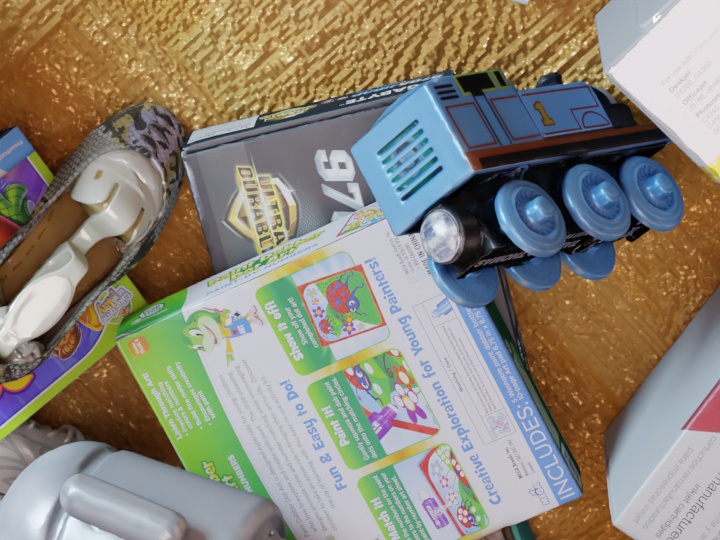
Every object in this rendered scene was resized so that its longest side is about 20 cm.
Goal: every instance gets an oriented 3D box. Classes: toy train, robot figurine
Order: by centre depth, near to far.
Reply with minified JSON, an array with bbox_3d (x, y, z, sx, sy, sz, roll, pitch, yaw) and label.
[{"bbox_3d":[0.092,-0.052,1.615,0.087,0.200,0.114,-38,73,40],"label":"toy train"},{"bbox_3d":[-0.119,0.162,1.643,0.200,0.113,0.170,17,151,16],"label":"robot figurine"}]

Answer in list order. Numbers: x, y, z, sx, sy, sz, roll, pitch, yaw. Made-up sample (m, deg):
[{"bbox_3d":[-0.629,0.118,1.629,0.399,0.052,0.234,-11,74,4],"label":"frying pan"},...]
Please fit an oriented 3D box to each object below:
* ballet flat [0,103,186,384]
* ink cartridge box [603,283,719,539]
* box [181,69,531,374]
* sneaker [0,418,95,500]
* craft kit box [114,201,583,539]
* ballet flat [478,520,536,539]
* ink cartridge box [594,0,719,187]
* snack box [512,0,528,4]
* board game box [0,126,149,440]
[{"bbox_3d":[-0.154,-0.013,1.646,0.072,0.072,0.200,43,72,-10],"label":"ballet flat"},{"bbox_3d":[0.258,0.117,1.674,0.200,0.145,0.145,33,105,-8],"label":"ink cartridge box"},{"bbox_3d":[0.000,0.000,1.700,0.159,0.046,0.200,-12,106,7],"label":"box"},{"bbox_3d":[-0.197,0.113,1.738,0.081,0.075,0.200,-45,103,0],"label":"sneaker"},{"bbox_3d":[-0.005,0.077,1.678,0.197,0.049,0.200,-24,106,9],"label":"craft kit box"},{"bbox_3d":[0.102,0.237,1.745,0.067,0.068,0.200,-26,81,11],"label":"ballet flat"},{"bbox_3d":[0.246,-0.105,1.606,0.200,0.147,0.146,42,105,-10],"label":"ink cartridge box"},{"bbox_3d":[0.094,-0.250,1.633,0.072,0.024,0.200,20,107,-3],"label":"snack box"},{"bbox_3d":[-0.234,0.033,1.671,0.200,0.045,0.134,-41,103,-20],"label":"board game box"}]
